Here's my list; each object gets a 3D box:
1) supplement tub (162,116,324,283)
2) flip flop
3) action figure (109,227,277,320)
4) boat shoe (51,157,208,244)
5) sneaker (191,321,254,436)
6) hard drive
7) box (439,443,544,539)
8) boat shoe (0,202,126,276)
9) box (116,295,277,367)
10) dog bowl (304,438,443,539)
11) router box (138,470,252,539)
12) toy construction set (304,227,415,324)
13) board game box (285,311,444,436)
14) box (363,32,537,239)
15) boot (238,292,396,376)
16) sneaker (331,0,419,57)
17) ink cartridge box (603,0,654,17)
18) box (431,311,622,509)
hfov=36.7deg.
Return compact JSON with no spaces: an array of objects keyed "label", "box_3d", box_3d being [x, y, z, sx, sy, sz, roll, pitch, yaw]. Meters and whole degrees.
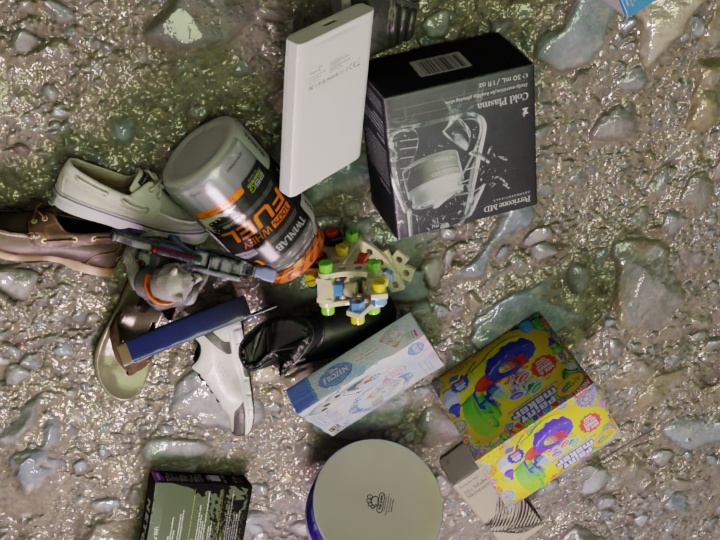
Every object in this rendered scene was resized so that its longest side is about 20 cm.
[{"label":"supplement tub","box_3d":[-0.139,-0.082,1.342,0.122,0.123,0.200,-39,124,6]},{"label":"flip flop","box_3d":[-0.295,0.088,1.427,0.080,0.058,0.201,15,113,-26]},{"label":"action figure","box_3d":[-0.206,0.017,1.298,0.198,0.193,0.106,15,88,-5]},{"label":"boat shoe","box_3d":[-0.272,-0.089,1.328,0.198,0.071,0.070,17,114,-20]},{"label":"sneaker","box_3d":[-0.190,0.139,1.492,0.079,0.074,0.202,-10,114,-8]},{"label":"hard drive","box_3d":[-0.041,-0.198,1.271,0.132,0.026,0.201,-35,145,-39]},{"label":"box","box_3d":[0.214,0.360,1.752,0.082,0.069,0.200,-37,124,5]},{"label":"boat shoe","box_3d":[-0.379,-0.049,1.312,0.198,0.071,0.071,10,124,-33]},{"label":"box","box_3d":[-0.207,0.070,1.361,0.198,0.121,0.033,-20,91,-13]},{"label":"dog bowl","box_3d":[0.020,0.355,1.599,0.198,0.202,0.079,-7,152,-15]},{"label":"router box","box_3d":[-0.249,0.401,1.594,0.148,0.051,0.202,8,97,-23]},{"label":"toy construction set","box_3d":[0.000,0.000,1.416,0.130,0.200,0.093,6,105,17]},{"label":"board game box","box_3d":[0.012,0.149,1.514,0.198,0.044,0.200,-31,160,1]},{"label":"box","box_3d":[0.111,-0.172,1.376,0.198,0.124,0.198,-15,125,-10]},{"label":"boot","box_3d":[-0.052,0.084,1.430,0.198,0.168,0.077,-20,85,6]},{"label":"sneaker","box_3d":[0.015,-0.346,1.275,0.098,0.071,0.202,-17,129,-11]},{"label":"ink cartridge box","box_3d":[0.371,-0.434,1.331,0.199,0.084,0.145,-32,125,3]},{"label":"box","box_3d":[0.241,0.203,1.595,0.199,0.193,0.122,-34,124,2]}]
